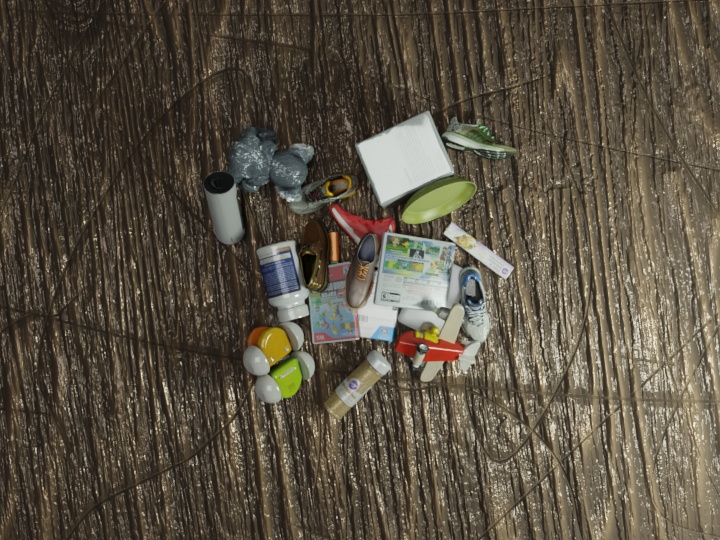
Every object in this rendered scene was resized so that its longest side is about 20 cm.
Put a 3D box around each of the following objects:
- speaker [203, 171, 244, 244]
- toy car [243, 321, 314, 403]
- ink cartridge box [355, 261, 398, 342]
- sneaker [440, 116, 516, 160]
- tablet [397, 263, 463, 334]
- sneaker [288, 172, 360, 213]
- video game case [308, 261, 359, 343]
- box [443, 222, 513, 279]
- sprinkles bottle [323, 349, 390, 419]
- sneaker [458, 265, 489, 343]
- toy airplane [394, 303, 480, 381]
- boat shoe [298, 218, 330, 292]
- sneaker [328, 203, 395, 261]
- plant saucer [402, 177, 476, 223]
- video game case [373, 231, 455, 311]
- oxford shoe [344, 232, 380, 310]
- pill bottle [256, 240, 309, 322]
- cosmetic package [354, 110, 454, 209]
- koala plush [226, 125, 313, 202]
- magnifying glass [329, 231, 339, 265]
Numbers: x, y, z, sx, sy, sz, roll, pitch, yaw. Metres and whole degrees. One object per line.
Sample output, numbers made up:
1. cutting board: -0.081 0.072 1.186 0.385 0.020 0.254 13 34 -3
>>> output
1. speaker: -0.351 -0.160 1.648 0.080 0.201 0.082 1 53 -1
2. toy car: -0.231 0.238 1.677 0.149 0.175 0.202 1 117 48
3. ink cartridge box: 0.045 0.076 1.669 0.115 0.068 0.202 8 93 8
4. sneaker: 0.306 -0.343 1.622 0.198 0.077 0.089 16 85 5
5. tablet: 0.195 0.070 1.676 0.129 0.014 0.201 25 95 6
6. sneaker: -0.102 -0.210 1.674 0.198 0.082 0.078 -23 90 9
7. video game case: -0.074 0.086 1.673 0.142 0.017 0.202 -9 83 32
8. box: 0.303 -0.052 1.643 0.199 0.041 0.039 37 97 4
9. sprinkles bottle: -0.010 0.303 1.684 0.068 0.068 0.200 44 97 4
10. sneaker: 0.286 0.093 1.622 0.076 0.085 0.202 -11 97 5
11. toy airplane: 0.201 0.183 1.617 0.199 0.142 0.199 -32 130 7
12. boat shoe: -0.123 -0.046 1.664 0.071 0.068 0.202 -17 71 27
13. sneaker: 0.016 -0.123 1.674 0.115 0.078 0.200 -43 98 -2
14. plant saucer: 0.191 -0.178 1.581 0.199 0.200 0.031 -24 72 8
15. video game case: 0.138 0.006 1.625 0.198 0.022 0.184 8 90 -17
16. oxford shoe: 0.000 0.000 1.599 0.071 0.073 0.202 11 87 4
17. pill bottle: -0.199 0.029 1.680 0.110 0.111 0.202 -14 90 8
18. cosmetic package: 0.114 -0.270 1.599 0.198 0.167 0.168 -24 89 7
19. koala plush: -0.227 -0.270 1.644 0.198 0.184 0.179 21 95 3
20. magnifying glass: -0.068 -0.002 1.706 0.079 0.022 0.202 -2 91 8
